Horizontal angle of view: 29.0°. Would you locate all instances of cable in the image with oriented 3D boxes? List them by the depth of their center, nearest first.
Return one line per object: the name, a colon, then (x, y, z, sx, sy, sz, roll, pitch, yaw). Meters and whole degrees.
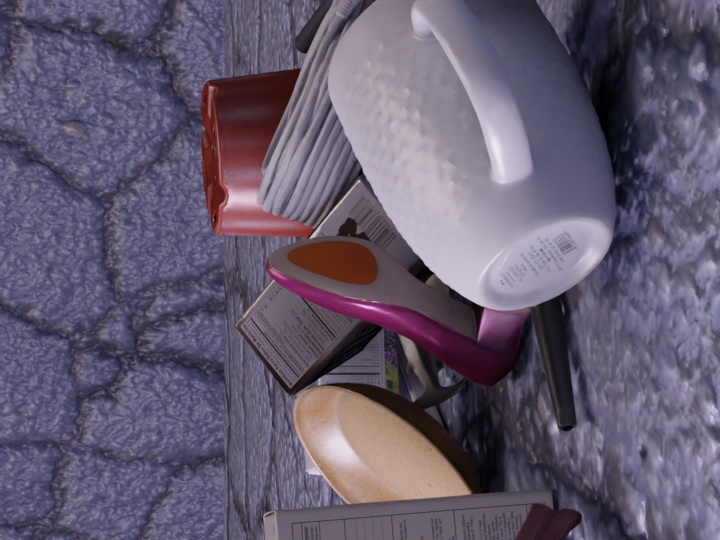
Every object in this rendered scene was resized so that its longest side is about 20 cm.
cable: (-0.020, -0.132, 1.116, 0.200, 0.069, 0.202, 175, 118, -81)

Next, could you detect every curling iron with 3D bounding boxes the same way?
curling iron: (0.118, 0.022, 0.949, 0.049, 0.025, 0.202, -38, 49, 30)

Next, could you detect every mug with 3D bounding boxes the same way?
mug: (0.071, -0.084, 0.829, 0.201, 0.146, 0.177, 67, 178, -60)

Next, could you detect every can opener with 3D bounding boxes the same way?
can opener: (-0.012, -0.254, 1.336, 0.067, 0.052, 0.200, -57, 9, -30)

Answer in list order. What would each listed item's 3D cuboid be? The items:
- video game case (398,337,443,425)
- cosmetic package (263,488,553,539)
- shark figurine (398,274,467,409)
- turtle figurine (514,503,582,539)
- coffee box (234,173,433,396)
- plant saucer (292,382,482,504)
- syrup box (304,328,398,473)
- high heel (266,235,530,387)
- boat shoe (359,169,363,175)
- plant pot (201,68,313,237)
video game case: (0.044, 0.174, 1.374, 0.201, 0.023, 0.184, -109, 21, -57)
cosmetic package: (0.036, 0.211, 0.969, 0.073, 0.197, 0.105, 133, 135, -75)
shark figurine: (0.034, 0.039, 1.246, 0.128, 0.088, 0.217, 112, 156, -66)
turtle figurine: (0.100, 0.240, 0.815, 0.145, 0.199, 0.194, 53, 162, -1)
coffee box: (0.000, 0.000, 1.117, 0.080, 0.113, 0.200, 49, 130, 9)
plant saucer: (0.031, 0.160, 1.163, 0.035, 0.199, 0.201, -46, -14, -30)
syrup box: (-0.010, 0.092, 1.333, 0.079, 0.080, 0.203, 136, 132, -74)
high heel: (0.023, 0.035, 1.014, 0.068, 0.197, 0.097, -95, 17, -47)
boat shoe: (0.022, -0.156, 1.248, 0.072, 0.060, 0.204, 174, 107, -70)
plant pot: (-0.054, -0.116, 1.366, 0.201, 0.192, 0.204, 176, 90, -78)
